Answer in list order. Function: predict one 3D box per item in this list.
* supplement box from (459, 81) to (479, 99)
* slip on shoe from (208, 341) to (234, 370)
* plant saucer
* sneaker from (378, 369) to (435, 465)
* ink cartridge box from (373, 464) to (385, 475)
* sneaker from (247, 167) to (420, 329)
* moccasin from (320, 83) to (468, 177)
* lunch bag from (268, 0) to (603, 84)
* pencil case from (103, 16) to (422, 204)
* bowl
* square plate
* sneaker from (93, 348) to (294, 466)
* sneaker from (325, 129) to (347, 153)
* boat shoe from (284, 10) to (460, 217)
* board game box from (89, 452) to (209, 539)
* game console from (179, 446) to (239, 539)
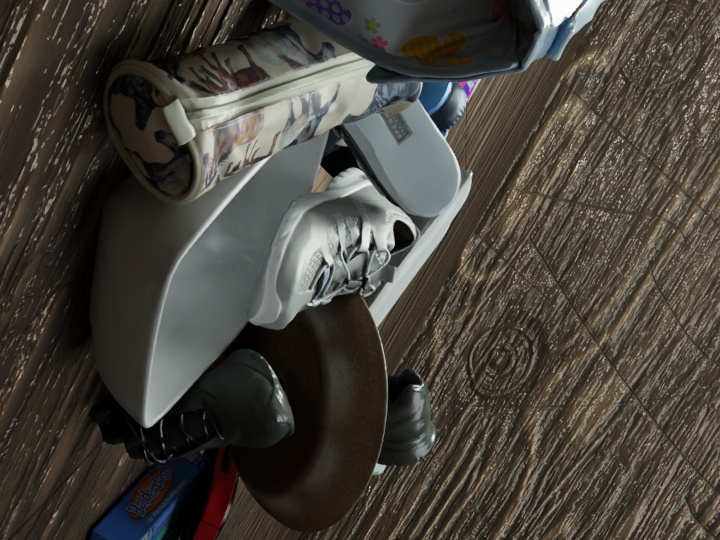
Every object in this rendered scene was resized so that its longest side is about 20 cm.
[{"bbox_3d":[0.099,-0.264,0.961,0.201,0.103,0.101,-58,172,7],"label":"supplement box"},{"bbox_3d":[-0.092,0.023,0.976,0.200,0.061,0.074,-53,168,-41],"label":"slip on shoe"},{"bbox_3d":[-0.055,0.098,0.831,0.036,0.201,0.202,6,122,-38],"label":"plant saucer"},{"bbox_3d":[-0.033,0.111,0.941,0.076,0.197,0.092,-88,177,-51],"label":"sneaker"},{"bbox_3d":[-0.050,0.117,1.074,0.085,0.199,0.146,-60,171,-5],"label":"ink cartridge box"},{"bbox_3d":[-0.012,-0.014,0.770,0.200,0.081,0.075,-48,166,-54],"label":"sneaker"},{"bbox_3d":[0.036,-0.118,0.944,0.081,0.068,0.199,-57,-159,-21],"label":"moccasin"},{"bbox_3d":[0.039,-0.185,0.583,0.170,0.199,0.128,-50,167,-46],"label":"lunch bag"},{"bbox_3d":[-0.048,-0.101,0.610,0.199,0.078,0.089,-29,-175,-40],"label":"pencil case"},{"bbox_3d":[-0.107,-0.020,0.720,0.200,0.074,0.201,-50,167,-42],"label":"bowl"},{"bbox_3d":[0.000,0.000,0.941,0.199,0.028,0.200,-54,-161,-14],"label":"square plate"},{"bbox_3d":[-0.125,0.110,0.800,0.090,0.077,0.199,-32,-166,-38],"label":"sneaker"},{"bbox_3d":[-0.004,-0.154,0.825,0.131,0.079,0.199,-64,177,-1],"label":"sneaker"},{"bbox_3d":[0.001,-0.127,0.750,0.074,0.200,0.068,-42,-156,-14],"label":"boat shoe"},{"bbox_3d":[-0.235,0.291,1.117,0.152,0.045,0.201,-48,165,-54],"label":"board game box"},{"bbox_3d":[-0.162,0.242,1.169,0.201,0.031,0.178,-87,-163,-59],"label":"game console"}]
